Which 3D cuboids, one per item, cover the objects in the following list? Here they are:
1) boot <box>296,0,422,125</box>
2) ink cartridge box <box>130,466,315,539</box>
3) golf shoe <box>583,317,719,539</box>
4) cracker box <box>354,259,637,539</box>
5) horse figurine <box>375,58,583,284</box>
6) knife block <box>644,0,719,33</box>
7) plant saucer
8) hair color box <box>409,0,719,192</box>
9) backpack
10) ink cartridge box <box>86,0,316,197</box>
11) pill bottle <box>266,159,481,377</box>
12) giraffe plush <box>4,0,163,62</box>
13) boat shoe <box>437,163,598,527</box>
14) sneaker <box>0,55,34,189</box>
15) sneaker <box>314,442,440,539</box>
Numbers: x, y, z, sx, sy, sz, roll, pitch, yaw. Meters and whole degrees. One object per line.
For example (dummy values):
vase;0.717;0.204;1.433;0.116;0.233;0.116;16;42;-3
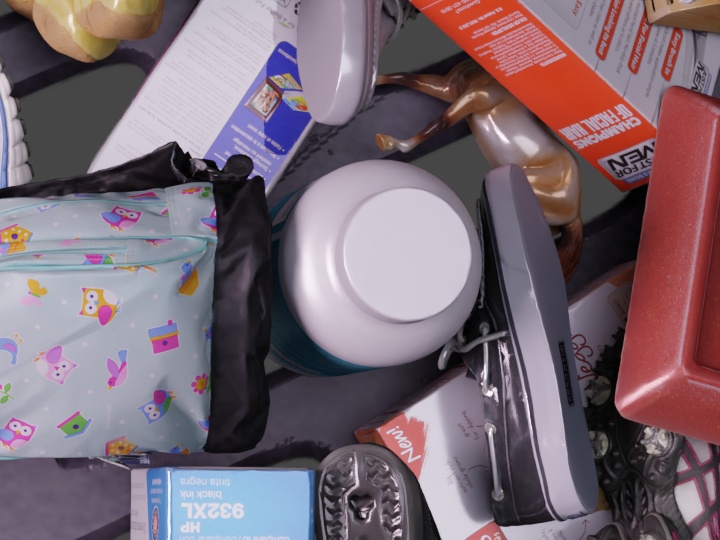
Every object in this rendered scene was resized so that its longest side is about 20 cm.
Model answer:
boot;0.018;-0.163;1.431;0.095;0.074;0.201;11;56;-19
ink cartridge box;-0.078;0.207;1.365;0.083;0.145;0.201;2;85;-14
golf shoe;0.175;0.117;1.429;0.088;0.077;0.201;13;79;-41
cracker box;0.115;0.099;1.470;0.200;0.058;0.134;-32;93;-14
horse figurine;0.079;-0.066;1.476;0.132;0.050;0.201;-24;87;-20
knife block;0.266;-0.172;1.501;0.199;0.176;0.064;-11;75;5
plant saucer;0.252;0.008;1.404;0.199;0.037;0.201;16;70;-14
hair color box;0.119;-0.150;1.442;0.200;0.064;0.111;39;51;-26
backpack;-0.147;0.025;1.317;0.199;0.127;0.168;0;108;-9
ink cartridge box;-0.084;-0.083;1.446;0.095;0.037;0.200;35;75;-10
pill bottle;0.000;0.000;1.375;0.110;0.200;0.111;1;86;-14
giraffe plush;-0.098;-0.220;1.394;0.162;0.172;0.201;-6;118;-34
boat shoe;0.081;0.043;1.404;0.068;0.074;0.200;-12;90;19
sneaker;-0.229;-0.058;1.385;0.089;0.079;0.201;-17;90;-18
sneaker;0.011;0.194;1.380;0.076;0.114;0.200;-5;87;9
